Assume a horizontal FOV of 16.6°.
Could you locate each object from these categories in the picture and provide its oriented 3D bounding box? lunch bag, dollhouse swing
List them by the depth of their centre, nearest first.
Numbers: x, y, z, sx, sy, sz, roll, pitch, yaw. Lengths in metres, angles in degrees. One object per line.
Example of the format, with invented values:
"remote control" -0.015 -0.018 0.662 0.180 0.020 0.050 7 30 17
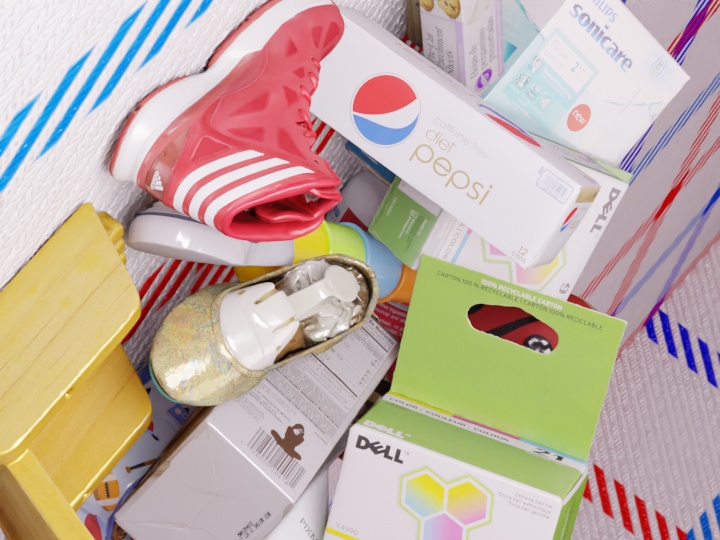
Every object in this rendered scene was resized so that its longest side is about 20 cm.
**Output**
"dollhouse swing" -0.138 0.105 1.421 0.182 0.175 0.200 -49 167 -19
"lunch bag" -0.170 0.161 1.702 0.160 0.075 0.201 -45 166 -51

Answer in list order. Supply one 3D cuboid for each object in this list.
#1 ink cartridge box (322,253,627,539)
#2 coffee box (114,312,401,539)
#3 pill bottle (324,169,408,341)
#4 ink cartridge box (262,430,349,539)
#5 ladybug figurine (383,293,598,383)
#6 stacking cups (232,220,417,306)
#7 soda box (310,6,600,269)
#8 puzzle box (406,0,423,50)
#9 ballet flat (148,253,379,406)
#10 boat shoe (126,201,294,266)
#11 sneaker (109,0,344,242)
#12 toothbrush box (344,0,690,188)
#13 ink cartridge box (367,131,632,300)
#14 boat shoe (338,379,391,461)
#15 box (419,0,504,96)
"ink cartridge box" 0.070 0.110 1.570 0.076 0.147 0.201 -39 145 -64
"coffee box" -0.063 0.102 1.594 0.114 0.080 0.200 -45 -175 34
"pill bottle" 0.015 -0.002 1.858 0.201 0.112 0.112 -58 167 18
"ink cartridge box" -0.082 0.191 1.670 0.162 0.050 0.200 -24 -168 37
"ladybug figurine" 0.087 0.073 1.784 0.199 0.136 0.072 -28 138 19
"stacking cups" 0.000 0.000 1.717 0.199 0.061 0.061 14 115 -46
"soda box" 0.050 -0.084 1.545 0.064 0.200 0.068 -55 168 12
"puzzle box" 0.080 -0.235 1.658 0.133 0.025 0.200 -49 168 -13
"ballet flat" -0.053 0.029 1.507 0.200 0.071 0.071 -21 146 -56
"boat shoe" -0.083 -0.038 1.500 0.200 0.072 0.066 3 95 -69
"sneaker" -0.044 -0.077 1.409 0.200 0.115 0.079 -43 165 -39
"toothbrush box" 0.110 -0.111 1.720 0.200 0.085 0.146 -50 134 0
"ink cartridge box" 0.111 -0.035 1.667 0.199 0.059 0.104 18 105 -42
"boat shoe" -0.025 0.095 1.753 0.075 0.202 0.075 -36 157 -45
"box" 0.062 -0.185 1.558 0.039 0.041 0.200 -43 153 -22
